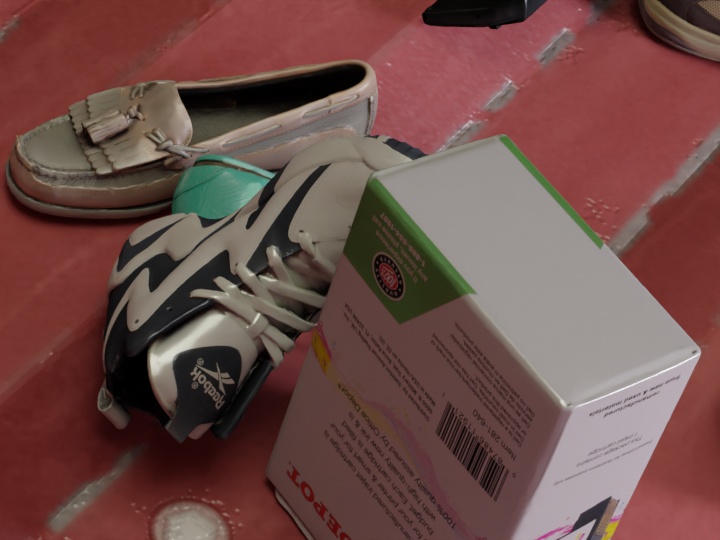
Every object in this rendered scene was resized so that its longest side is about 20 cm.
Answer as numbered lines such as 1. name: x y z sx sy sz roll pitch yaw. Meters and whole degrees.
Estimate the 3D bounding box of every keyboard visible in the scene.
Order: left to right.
1. keyboard: 0.128 -0.181 1.572 0.104 0.040 0.200 0 33 42

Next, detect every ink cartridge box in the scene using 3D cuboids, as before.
1. ink cartridge box: 0.048 0.066 1.208 0.084 0.201 0.145 -19 55 -34

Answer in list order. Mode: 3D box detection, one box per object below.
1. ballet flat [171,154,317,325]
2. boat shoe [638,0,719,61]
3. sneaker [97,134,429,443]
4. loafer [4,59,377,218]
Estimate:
1. ballet flat: 0.000 0.000 1.361 0.199 0.067 0.071 14 69 -3
2. boat shoe: 0.260 -0.145 1.556 0.199 0.074 0.075 16 45 -1
3. sneaker: -0.046 0.020 1.249 0.198 0.080 0.130 -14 41 30
4. loafer: -0.085 -0.077 1.398 0.199 0.063 0.072 -8 50 -23
